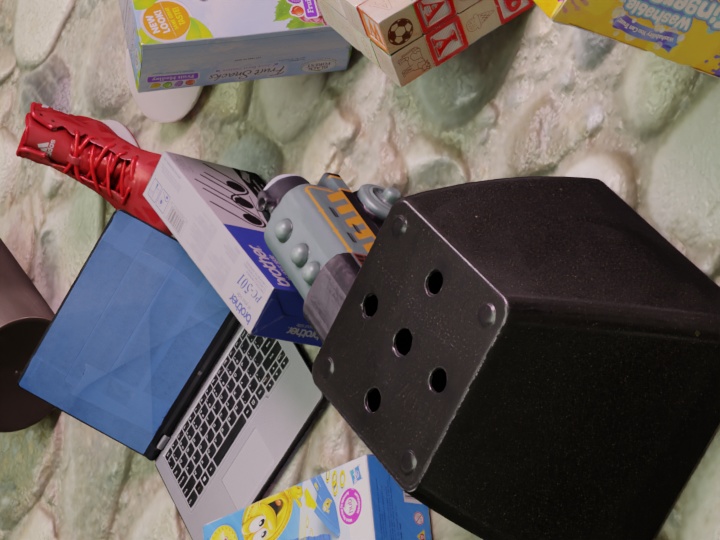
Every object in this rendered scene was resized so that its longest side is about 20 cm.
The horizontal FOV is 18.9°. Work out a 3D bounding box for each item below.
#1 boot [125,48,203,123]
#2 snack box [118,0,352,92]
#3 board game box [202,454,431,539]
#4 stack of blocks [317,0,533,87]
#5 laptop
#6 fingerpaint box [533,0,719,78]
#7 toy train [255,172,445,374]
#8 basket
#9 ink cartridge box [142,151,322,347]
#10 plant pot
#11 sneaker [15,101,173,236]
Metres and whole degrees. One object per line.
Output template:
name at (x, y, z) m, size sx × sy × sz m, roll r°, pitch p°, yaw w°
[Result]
boot at (-0.149, -0.229, 1.814) m, size 0.072 × 0.090 × 0.201 m, roll 10°, pitch 115°, yaw 10°
snack box at (-0.106, -0.242, 1.669) m, size 0.068 × 0.168 × 0.201 m, roll 103°, pitch 157°, yaw -57°
board game box at (-0.028, 0.253, 1.536) m, size 0.195 × 0.056 × 0.201 m, roll -28°, pitch 60°, yaw 44°
stack of blocks at (0.019, -0.223, 1.551) m, size 0.115 × 0.059 × 0.200 m, roll -32°, pitch 42°, yaw -10°
laptop at (-0.150, 0.093, 1.682) m, size 0.188 × 0.116 × 0.200 m, roll -57°, pitch 43°, yaw 25°
fingerpaint box at (0.163, -0.197, 1.300) m, size 0.074 × 0.199 × 0.167 m, roll -57°, pitch 42°, yaw 23°
toy train at (0.000, 0.000, 1.517) m, size 0.085 × 0.114 × 0.200 m, roll -58°, pitch 41°, yaw 23°
basket at (-0.350, 0.051, 1.933) m, size 0.200 × 0.136 × 0.181 m, roll 36°, pitch 104°, yaw 45°
ink cartridge box at (-0.081, -0.016, 1.642) m, size 0.200 × 0.094 × 0.044 m, roll 50°, pitch 118°, yaw 46°
plant pot at (0.092, 0.058, 1.342) m, size 0.200 × 0.177 × 0.200 m, roll 47°, pitch 117°, yaw 45°
sneaker at (-0.224, -0.083, 1.818) m, size 0.200 × 0.115 × 0.079 m, roll 27°, pitch 102°, yaw 51°
